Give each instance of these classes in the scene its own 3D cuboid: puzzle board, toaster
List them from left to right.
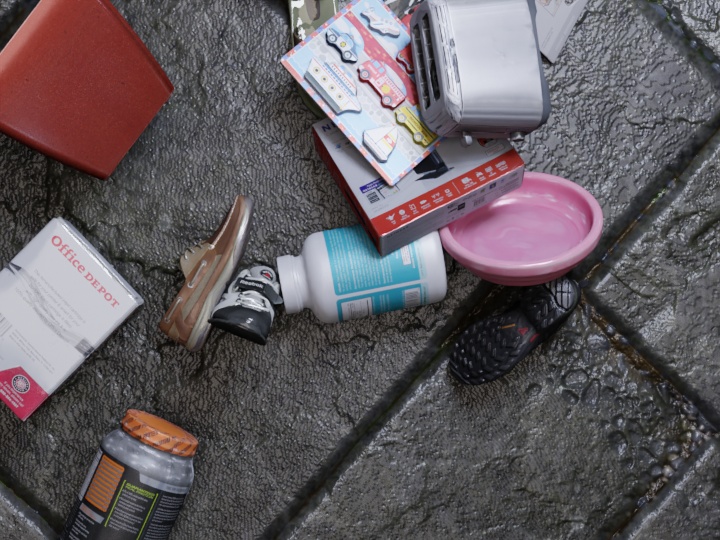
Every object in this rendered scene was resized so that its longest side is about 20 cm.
[{"bbox_3d":[0.024,-0.219,1.420,0.150,0.017,0.200,-40,85,-18],"label":"puzzle board"},{"bbox_3d":[0.133,-0.244,1.376,0.127,0.114,0.204,-7,86,-17],"label":"toaster"}]

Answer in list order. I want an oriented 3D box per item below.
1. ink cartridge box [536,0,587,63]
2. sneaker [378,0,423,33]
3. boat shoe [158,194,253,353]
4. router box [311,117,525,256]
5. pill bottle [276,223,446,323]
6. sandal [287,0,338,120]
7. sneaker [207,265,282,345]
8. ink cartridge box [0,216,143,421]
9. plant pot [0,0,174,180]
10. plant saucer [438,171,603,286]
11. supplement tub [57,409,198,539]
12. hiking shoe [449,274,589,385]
[{"bbox_3d":[0.224,-0.388,1.487,0.175,0.044,0.202,32,86,-41],"label":"ink cartridge box"},{"bbox_3d":[0.078,-0.362,1.484,0.098,0.071,0.200,44,90,-5],"label":"sneaker"},{"bbox_3d":[-0.189,-0.002,1.474,0.071,0.076,0.203,23,88,-1],"label":"boat shoe"},{"bbox_3d":[0.067,-0.137,1.445,0.198,0.049,0.181,-27,63,-11],"label":"router box"},{"bbox_3d":[0.000,0.000,1.465,0.196,0.111,0.113,-10,91,-3],"label":"pill bottle"},{"bbox_3d":[-0.050,-0.278,1.484,0.078,0.057,0.204,-15,90,-5],"label":"sandal"},{"bbox_3d":[-0.131,0.035,1.413,0.073,0.200,0.090,24,89,-8],"label":"sneaker"},{"bbox_3d":[-0.380,0.056,1.457,0.200,0.083,0.145,-45,93,-2],"label":"ink cartridge box"},{"bbox_3d":[-0.329,-0.216,1.413,0.176,0.200,0.201,39,89,-16],"label":"plant pot"},{"bbox_3d":[0.192,-0.046,1.453,0.197,0.202,0.051,-10,127,-3],"label":"plant saucer"},{"bbox_3d":[-0.277,0.279,1.447,0.121,0.123,0.203,25,90,-3],"label":"supplement tub"},{"bbox_3d":[0.200,0.078,1.492,0.199,0.100,0.076,-38,69,26],"label":"hiking shoe"}]
